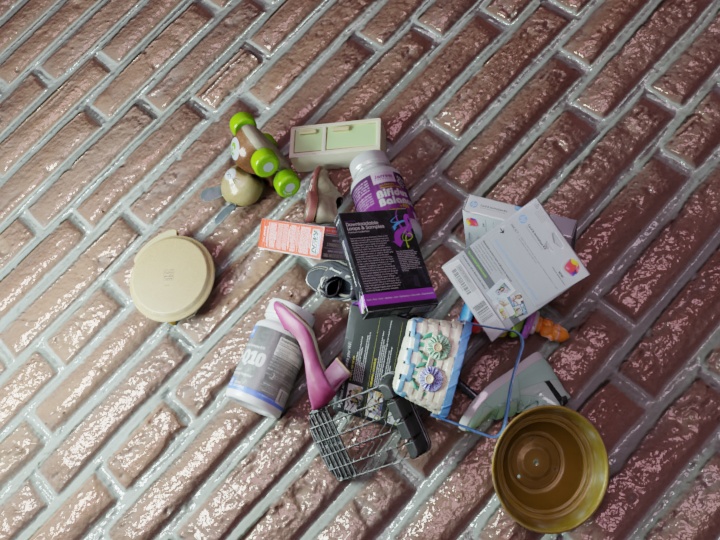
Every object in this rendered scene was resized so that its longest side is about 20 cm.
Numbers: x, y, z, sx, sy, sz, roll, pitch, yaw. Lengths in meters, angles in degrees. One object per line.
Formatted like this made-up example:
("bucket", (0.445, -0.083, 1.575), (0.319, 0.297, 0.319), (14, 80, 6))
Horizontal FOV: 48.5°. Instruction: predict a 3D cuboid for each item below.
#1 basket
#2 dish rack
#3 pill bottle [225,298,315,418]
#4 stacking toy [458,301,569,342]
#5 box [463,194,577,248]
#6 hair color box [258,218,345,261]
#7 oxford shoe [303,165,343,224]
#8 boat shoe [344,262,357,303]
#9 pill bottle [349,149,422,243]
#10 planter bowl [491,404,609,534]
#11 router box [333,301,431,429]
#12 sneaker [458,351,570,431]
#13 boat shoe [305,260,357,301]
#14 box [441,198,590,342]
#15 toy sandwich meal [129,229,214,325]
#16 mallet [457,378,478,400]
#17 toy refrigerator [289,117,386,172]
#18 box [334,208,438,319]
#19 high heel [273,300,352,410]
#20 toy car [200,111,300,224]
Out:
("basket", (0.158, 0.168, 1.315), (0.196, 0.139, 0.180), (13, 83, -1))
("dish rack", (0.009, 0.283, 1.410), (0.198, 0.054, 0.155), (-25, 88, 27))
("pill bottle", (-0.165, 0.164, 1.506), (0.112, 0.114, 0.203), (16, 71, 19))
("stacking toy", (0.283, 0.084, 1.447), (0.197, 0.116, 0.111), (19, 75, 9))
("box", (0.289, -0.055, 1.456), (0.197, 0.157, 0.042), (15, 62, 20))
("hair color box", (-0.095, -0.058, 1.538), (0.198, 0.110, 0.065), (12, 95, 47))
("oxford shoe", (-0.072, -0.147, 1.622), (0.073, 0.071, 0.201), (14, 34, -8))
("boat shoe", (0.000, 0.000, 1.568), (0.065, 0.070, 0.202), (-8, 54, -30))
("pill bottle", (0.043, -0.135, 1.585), (0.111, 0.113, 0.203), (-20, 64, 4))
("planter bowl", (0.302, 0.322, 1.322), (0.196, 0.083, 0.204), (1, 85, -6))
("router box", (0.040, 0.170, 1.437), (0.147, 0.051, 0.204), (14, 101, 19))
("sneaker", (0.271, 0.240, 1.375), (0.199, 0.074, 0.119), (-34, 68, -14))
("boat shoe", (-0.052, 0.021, 1.523), (0.198, 0.062, 0.074), (10, 102, 49))
("box", (0.261, -0.001, 1.356), (0.199, 0.041, 0.157), (-37, 85, 15))
("toy sandwich meal", (-0.388, 0.018, 1.655), (0.201, 0.070, 0.209), (-3, 69, 8))
("mallet", (0.150, 0.188, 1.464), (0.200, 0.066, 0.041), (43, 61, 10))
("toy refrigerator", (-0.048, -0.265, 1.688), (0.196, 0.070, 0.077), (-3, 66, 13))
("box", (0.044, -0.016, 1.426), (0.141, 0.036, 0.203), (-5, 64, -24))
("high heel", (-0.110, 0.150, 1.437), (0.096, 0.067, 0.200), (-44, 82, -1))
("toy car", (-0.253, -0.195, 1.674), (0.199, 0.158, 0.165), (-40, 51, 8))
